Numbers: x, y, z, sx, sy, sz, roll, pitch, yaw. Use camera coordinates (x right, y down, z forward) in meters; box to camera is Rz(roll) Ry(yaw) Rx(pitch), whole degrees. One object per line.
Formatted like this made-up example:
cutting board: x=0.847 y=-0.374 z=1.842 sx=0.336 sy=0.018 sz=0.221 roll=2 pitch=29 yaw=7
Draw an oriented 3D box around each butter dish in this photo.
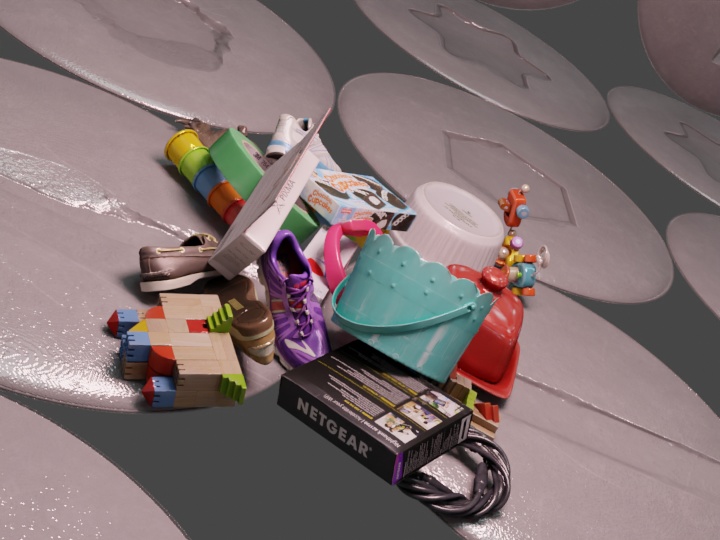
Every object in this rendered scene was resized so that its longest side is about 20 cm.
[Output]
butter dish: x=0.170 y=0.060 z=1.770 sx=0.199 sy=0.149 sz=0.200 roll=28 pitch=27 yaw=0

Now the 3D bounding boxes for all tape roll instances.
tape roll: x=-0.144 y=-0.126 z=1.800 sx=0.201 sy=0.048 sz=0.201 roll=48 pitch=7 yaw=-7

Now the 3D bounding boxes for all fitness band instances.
fitness band: x=0.000 y=0.000 z=1.725 sx=0.200 sy=0.037 sz=0.145 roll=-1 pitch=82 yaw=-68

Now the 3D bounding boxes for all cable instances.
cable: x=0.099 y=0.248 z=1.510 sx=0.199 sy=0.051 sz=0.164 roll=-5 pitch=50 yaw=-43

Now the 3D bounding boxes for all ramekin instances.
ramekin: x=0.153 y=-0.067 z=2.024 sx=0.201 sy=0.095 sz=0.203 roll=23 pitch=28 yaw=-13

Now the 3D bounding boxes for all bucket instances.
bucket: x=0.065 y=0.048 z=1.576 sx=0.206 sy=0.136 sz=0.207 roll=28 pitch=-1 yaw=0

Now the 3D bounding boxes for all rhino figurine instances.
rhino figurine: x=-0.214 y=-0.201 z=1.938 sx=0.199 sy=0.060 sz=0.088 roll=29 pitch=32 yaw=4

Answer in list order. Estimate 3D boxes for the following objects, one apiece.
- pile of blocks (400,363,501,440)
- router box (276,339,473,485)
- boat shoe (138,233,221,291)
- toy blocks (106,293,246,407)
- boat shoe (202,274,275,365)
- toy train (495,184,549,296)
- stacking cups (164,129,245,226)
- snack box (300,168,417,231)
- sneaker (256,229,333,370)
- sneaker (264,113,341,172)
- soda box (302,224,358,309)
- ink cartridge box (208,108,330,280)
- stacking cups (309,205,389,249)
pile of blocks: x=0.117 y=0.161 z=1.644 sx=0.200 sy=0.063 sz=0.082 roll=40 pitch=29 yaw=20
router box: x=0.017 y=0.169 z=1.478 sx=0.199 sy=0.052 sz=0.148 roll=30 pitch=34 yaw=33
boat shoe: x=-0.220 y=-0.018 z=1.604 sx=0.071 sy=0.060 sz=0.199 roll=-3 pitch=9 yaw=38
toy blocks: x=-0.225 y=0.094 z=1.421 sx=0.135 sy=0.101 sz=0.201 roll=2 pitch=36 yaw=-22
boat shoe: x=-0.157 y=0.067 z=1.544 sx=0.071 sy=0.077 sz=0.200 roll=-19 pitch=24 yaw=-11
toy train: x=0.263 y=-0.048 z=2.049 sx=0.055 sy=0.151 sz=0.201 roll=3 pitch=38 yaw=-13
stacking cups: x=-0.222 y=-0.125 z=1.808 sx=0.060 sy=0.061 sz=0.200 roll=-7 pitch=50 yaw=-49
snack box: x=-0.012 y=-0.111 z=1.860 sx=0.116 sy=0.037 sz=0.199 roll=41 pitch=23 yaw=31
sneaker: x=-0.088 y=0.043 z=1.563 sx=0.080 sy=0.083 sz=0.202 roll=-17 pitch=80 yaw=-19
sneaker: x=-0.079 y=-0.193 z=1.893 sx=0.074 sy=0.088 sz=0.200 roll=5 pitch=-10 yaw=23
soda box: x=-0.066 y=0.009 z=1.718 sx=0.063 sy=0.069 sz=0.200 roll=30 pitch=28 yaw=2
ink cartridge box: x=-0.106 y=-0.100 z=1.578 sx=0.045 sy=0.176 sz=0.201 roll=39 pitch=47 yaw=-14
stacking cups: x=-0.048 y=-0.097 z=1.919 sx=0.199 sy=0.061 sz=0.061 roll=32 pitch=28 yaw=4
